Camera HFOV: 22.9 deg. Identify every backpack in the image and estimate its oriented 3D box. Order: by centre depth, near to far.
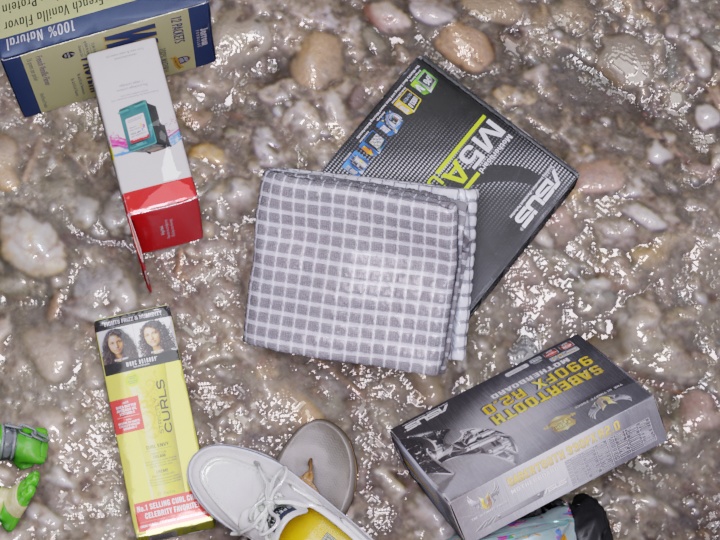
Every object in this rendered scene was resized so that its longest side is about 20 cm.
[{"bbox_3d":[0.123,0.281,1.513,0.198,0.127,0.168,-11,77,-1],"label":"backpack"}]

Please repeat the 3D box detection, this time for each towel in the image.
[{"bbox_3d":[0.000,0.000,1.575,0.198,0.086,0.167,8,96,14],"label":"towel"}]

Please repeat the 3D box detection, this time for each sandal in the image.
[{"bbox_3d":[-0.069,0.222,1.561,0.081,0.055,0.201,34,76,8],"label":"sandal"}]

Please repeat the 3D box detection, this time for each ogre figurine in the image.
[{"bbox_3d":[-0.359,0.214,1.541,0.119,0.098,0.201,25,89,-12],"label":"ogre figurine"}]

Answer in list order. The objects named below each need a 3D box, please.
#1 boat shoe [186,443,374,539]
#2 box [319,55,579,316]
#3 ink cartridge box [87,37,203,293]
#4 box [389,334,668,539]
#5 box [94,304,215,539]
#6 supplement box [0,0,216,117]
[{"bbox_3d":[-0.066,0.209,1.493,0.201,0.086,0.075,35,83,14],"label":"boat shoe"},{"bbox_3d":[0.070,-0.068,1.656,0.193,0.048,0.200,38,77,11],"label":"box"},{"bbox_3d":[-0.191,-0.094,1.621,0.067,0.116,0.201,-14,75,-6],"label":"ink cartridge box"},{"bbox_3d":[0.142,0.142,1.541,0.199,0.158,0.049,-26,113,-8],"label":"box"},{"bbox_3d":[-0.184,0.137,1.586,0.075,0.050,0.202,-11,75,-6],"label":"box"},{"bbox_3d":[-0.257,-0.283,1.666,0.199,0.134,0.201,-17,74,-6],"label":"supplement box"}]
